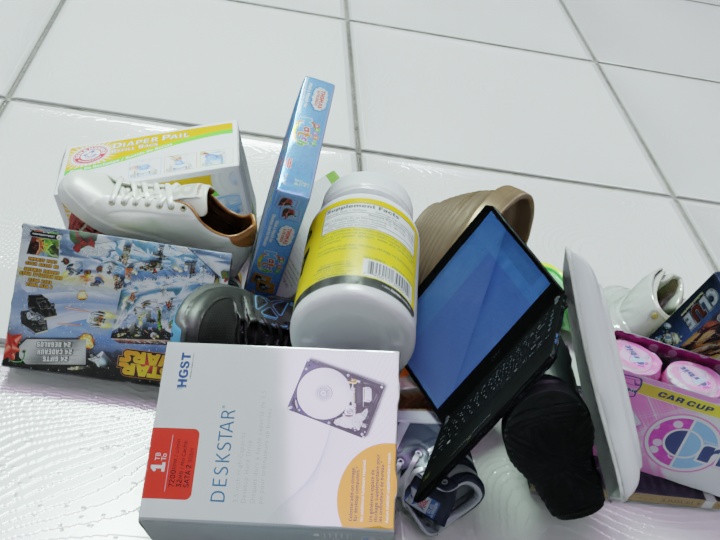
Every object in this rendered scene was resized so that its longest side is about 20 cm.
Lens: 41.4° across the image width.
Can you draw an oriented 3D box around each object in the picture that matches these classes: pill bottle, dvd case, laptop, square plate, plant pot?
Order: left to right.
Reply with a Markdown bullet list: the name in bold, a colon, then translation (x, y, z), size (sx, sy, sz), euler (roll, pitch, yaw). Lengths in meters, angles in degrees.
- **pill bottle**: translation (0.000, 0.000, 0.904), size (0.114, 0.115, 0.200), euler (11, 39, -3)
- **plant pot**: translation (0.101, -0.009, 1.027), size (0.092, 0.202, 0.201), euler (26, 37, 21)
- **laptop**: translation (0.083, 0.063, 0.817), size (0.103, 0.177, 0.200), euler (37, 26, 0)
- **square plate**: translation (0.206, 0.095, 0.815), size (0.028, 0.198, 0.201), euler (-12, 74, 9)
- **dvd case**: translation (0.256, 0.176, 0.982), size (0.199, 0.016, 0.149), euler (7, 35, -8)

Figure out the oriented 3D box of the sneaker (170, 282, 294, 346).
- **sneaker**: translation (-0.093, 0.053, 0.894), size (0.082, 0.074, 0.200), euler (13, 8, 33)

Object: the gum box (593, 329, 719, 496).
- **gum box**: translation (0.315, 0.143, 0.933), size (0.199, 0.114, 0.066), euler (17, 35, 5)

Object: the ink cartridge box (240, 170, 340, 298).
- **ink cartridge box**: translation (-0.075, -0.002, 1.080), size (0.200, 0.076, 0.148), euler (-31, 46, -2)

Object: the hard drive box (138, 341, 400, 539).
- **hard drive box**: translation (-0.068, 0.148, 0.790), size (0.199, 0.077, 0.157), euler (1, 61, 2)

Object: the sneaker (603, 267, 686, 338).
- **sneaker**: translation (0.317, 0.042, 1.069), size (0.074, 0.115, 0.200), euler (52, 25, -1)

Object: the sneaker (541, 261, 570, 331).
- **sneaker**: translation (0.184, 0.017, 1.147), size (0.200, 0.074, 0.084), euler (38, 68, 25)

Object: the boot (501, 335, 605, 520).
- **boot**: translation (0.164, 0.111, 0.873), size (0.076, 0.200, 0.169), euler (-19, 44, 11)

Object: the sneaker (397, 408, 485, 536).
- **sneaker**: translation (0.017, 0.180, 0.852), size (0.199, 0.070, 0.109), euler (1, 35, -21)

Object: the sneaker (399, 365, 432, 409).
- **sneaker**: translation (0.043, 0.109, 0.956), size (0.199, 0.072, 0.080), euler (3, 41, -12)

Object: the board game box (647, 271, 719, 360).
- **board game box**: translation (0.363, 0.068, 0.980), size (0.135, 0.200, 0.035), euler (-5, 57, -25)

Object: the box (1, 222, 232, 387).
- **box**: translation (-0.231, 0.037, 0.916), size (0.199, 0.138, 0.040), euler (9, -2, -7)

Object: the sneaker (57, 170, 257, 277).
- **sneaker**: translation (-0.196, -0.068, 0.951), size (0.199, 0.085, 0.073), euler (21, 38, -17)

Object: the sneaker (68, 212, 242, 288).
- **sneaker**: translation (-0.216, -0.008, 1.004), size (0.200, 0.078, 0.082), euler (32, 45, -9)

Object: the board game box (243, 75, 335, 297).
- **board game box**: translation (-0.076, -0.071, 0.959), size (0.036, 0.200, 0.152), euler (15, 53, -7)

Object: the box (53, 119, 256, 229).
- **box**: translation (-0.223, -0.081, 1.055), size (0.199, 0.113, 0.102), euler (-10, 38, -1)
